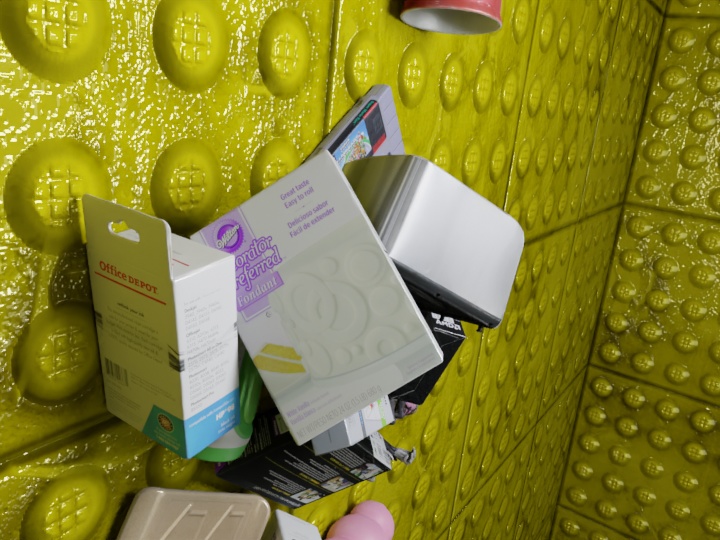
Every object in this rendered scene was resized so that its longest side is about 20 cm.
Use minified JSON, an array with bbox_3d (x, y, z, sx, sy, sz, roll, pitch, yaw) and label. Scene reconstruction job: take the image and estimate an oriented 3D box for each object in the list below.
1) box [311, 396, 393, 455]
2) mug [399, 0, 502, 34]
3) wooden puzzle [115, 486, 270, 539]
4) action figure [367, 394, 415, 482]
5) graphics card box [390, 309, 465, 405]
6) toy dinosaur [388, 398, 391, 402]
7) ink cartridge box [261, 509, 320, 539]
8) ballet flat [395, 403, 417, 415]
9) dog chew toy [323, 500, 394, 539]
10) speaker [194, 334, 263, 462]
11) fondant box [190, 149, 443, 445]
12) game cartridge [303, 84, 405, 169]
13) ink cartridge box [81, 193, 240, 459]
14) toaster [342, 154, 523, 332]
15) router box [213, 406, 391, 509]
[{"bbox_3d":[-0.020,0.100,0.675,0.200,0.040,0.159,29,45,-75],"label":"box"},{"bbox_3d":[0.115,-0.414,0.768,0.176,0.131,0.204,-7,107,-59],"label":"mug"},{"bbox_3d":[-0.200,0.325,0.675,0.199,0.046,0.188,36,73,-53],"label":"wooden puzzle"},{"bbox_3d":[0.026,0.248,0.923,0.118,0.101,0.203,7,113,-62],"label":"action figure"},{"bbox_3d":[0.073,0.062,0.846,0.202,0.050,0.127,-100,-148,-53],"label":"graphics card box"},{"bbox_3d":[-0.042,0.175,0.833,0.133,0.103,0.202,-18,143,-20],"label":"toy dinosaur"},{"bbox_3d":[-0.086,0.382,0.718,0.066,0.200,0.117,30,89,-16],"label":"ink cartridge box"},{"bbox_3d":[0.048,0.170,0.996,0.071,0.069,0.203,-32,133,-23],"label":"ballet flat"},{"bbox_3d":[-0.010,0.439,0.970,0.200,0.122,0.127,-45,139,-52],"label":"dog chew toy"},{"bbox_3d":[-0.131,0.080,0.632,0.088,0.087,0.204,9,96,-59],"label":"speaker"},{"bbox_3d":[-0.037,0.023,0.546,0.143,0.202,0.058,-30,173,6],"label":"fondant box"},{"bbox_3d":[-0.006,-0.126,0.793,0.201,0.038,0.131,-55,148,-30],"label":"game cartridge"},{"bbox_3d":[-0.163,0.038,0.528,0.066,0.114,0.204,-25,125,-50],"label":"ink cartridge box"},{"bbox_3d":[0.048,-0.032,0.680,0.198,0.180,0.121,27,82,-27],"label":"toaster"},{"bbox_3d":[-0.064,0.220,0.756,0.201,0.147,0.052,54,14,-53],"label":"router box"}]
